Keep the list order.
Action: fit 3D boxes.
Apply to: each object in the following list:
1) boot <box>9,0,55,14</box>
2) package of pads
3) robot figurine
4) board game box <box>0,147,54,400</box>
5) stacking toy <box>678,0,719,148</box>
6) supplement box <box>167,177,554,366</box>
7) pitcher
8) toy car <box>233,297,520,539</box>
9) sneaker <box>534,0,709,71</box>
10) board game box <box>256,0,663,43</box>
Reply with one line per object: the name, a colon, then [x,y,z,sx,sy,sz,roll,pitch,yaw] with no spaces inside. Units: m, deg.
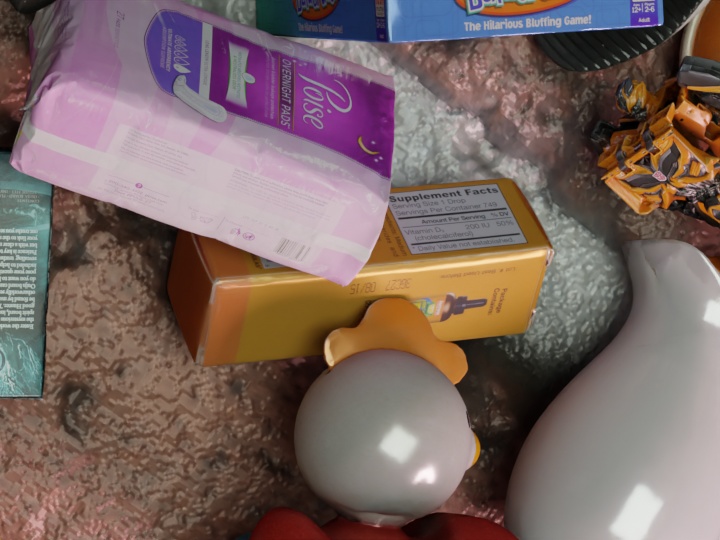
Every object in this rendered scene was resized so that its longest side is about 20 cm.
boot: [-0.157,-0.240,1.519,0.154,0.073,0.204,44,54,1]
package of pads: [-0.081,-0.077,1.532,0.200,0.121,0.076,20,129,-15]
robot figurine: [0.221,-0.040,1.646,0.200,0.145,0.058,34,57,-13]
board game box: [-0.261,0.000,1.533,0.200,0.028,0.136,2,96,-22]
stacking toy: [0.281,-0.112,1.637,0.146,0.200,0.146,-3,97,-21]
supplement box: [0.000,0.000,1.604,0.200,0.069,0.067,-4,134,-20]
pitcher: [0.181,0.107,1.669,0.171,0.121,0.200,31,74,-18]
toy car: [0.026,0.117,1.575,0.177,0.184,0.200,9,90,-22]
sneaker: [0.186,-0.184,1.664,0.200,0.088,0.074,-40,83,12]
board game box: [0.047,-0.147,1.544,0.152,0.200,0.045,-6,97,-21]
